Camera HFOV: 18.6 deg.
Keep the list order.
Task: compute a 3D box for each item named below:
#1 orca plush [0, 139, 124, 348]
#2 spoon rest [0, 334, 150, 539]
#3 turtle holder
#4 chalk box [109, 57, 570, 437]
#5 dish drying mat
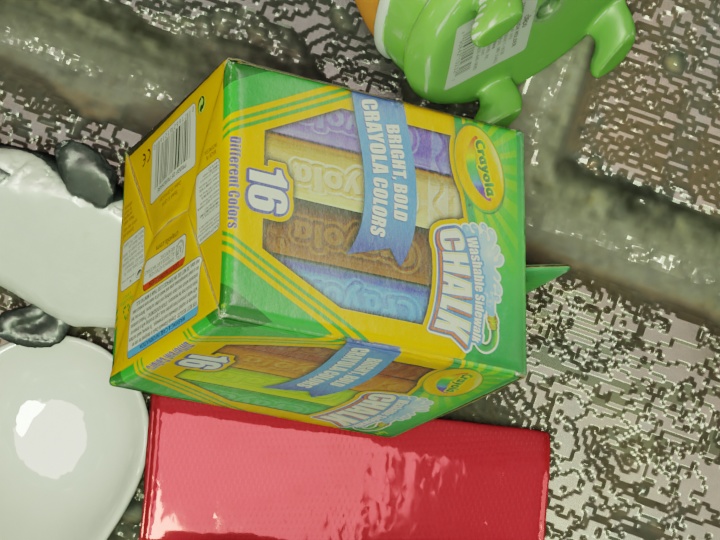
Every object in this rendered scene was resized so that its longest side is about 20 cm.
[{"bbox_3d":[-0.169,-0.022,1.087,0.199,0.071,0.106,4,107,7],"label":"orca plush"},{"bbox_3d":[-0.154,0.131,1.068,0.099,0.061,0.201,2,85,1],"label":"spoon rest"},{"bbox_3d":[0.076,-0.170,1.056,0.185,0.141,0.132,-41,68,6],"label":"turtle holder"},{"bbox_3d":[0.000,0.000,1.018,0.199,0.124,0.124,13,66,-26],"label":"chalk box"},{"bbox_3d":[-0.007,0.107,1.073,0.199,0.018,0.077,6,84,-7],"label":"dish drying mat"}]
